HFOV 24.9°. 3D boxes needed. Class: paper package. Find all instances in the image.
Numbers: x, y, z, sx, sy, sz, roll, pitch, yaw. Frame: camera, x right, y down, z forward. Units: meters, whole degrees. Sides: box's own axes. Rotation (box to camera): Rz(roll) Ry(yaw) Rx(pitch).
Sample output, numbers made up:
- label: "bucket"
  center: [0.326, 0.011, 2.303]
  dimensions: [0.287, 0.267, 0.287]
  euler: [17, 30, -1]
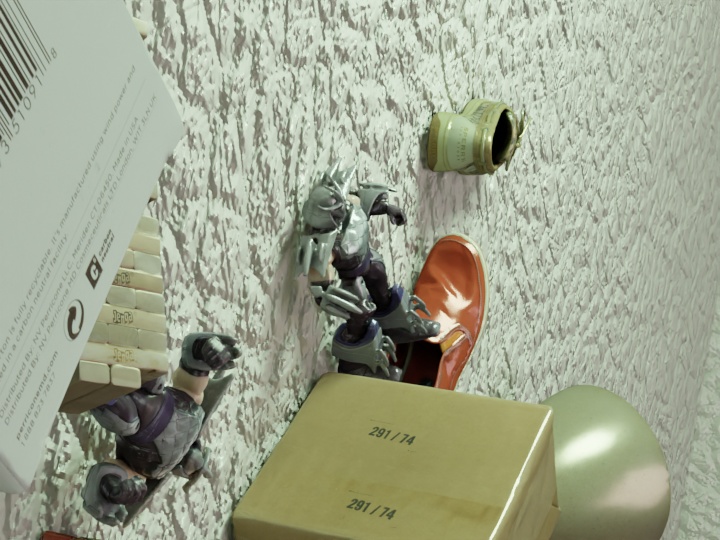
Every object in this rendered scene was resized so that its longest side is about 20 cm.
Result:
- label: "paper package"
  center: [0.030, 0.179, 1.206]
  dimensions: [0.191, 0.199, 0.104]
  euler: [-56, 146, -48]

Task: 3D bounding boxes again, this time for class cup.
- label: "cup"
  center: [0.208, 0.235, 1.740]
  dimensions: [0.143, 0.200, 0.201]
  euler: [-13, 111, -39]

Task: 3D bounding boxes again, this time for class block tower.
- label: "block tower"
  center: [-0.137, -0.032, 0.810]
  dimensions: [0.054, 0.058, 0.201]
  euler: [13, 64, -42]

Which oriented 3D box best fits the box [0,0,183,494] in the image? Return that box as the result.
- label: "box"
  center: [-0.189, -0.048, 0.660]
  dimensions: [0.200, 0.130, 0.200]
  euler: [68, 36, -53]

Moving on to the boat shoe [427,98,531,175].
- label: "boat shoe"
  center: [0.120, -0.120, 1.526]
  dimensions: [0.200, 0.062, 0.074]
  euler: [-28, 122, -65]

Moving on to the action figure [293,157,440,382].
- label: "action figure"
  center: [0.000, 0.000, 1.254]
  dimensions: [0.130, 0.069, 0.200]
  euler: [-62, 148, -32]

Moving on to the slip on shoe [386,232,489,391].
- label: "slip on shoe"
  center: [0.063, 0.057, 1.435]
  dimensions: [0.061, 0.074, 0.201]
  euler: [48, 57, -59]

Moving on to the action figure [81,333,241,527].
- label: "action figure"
  center: [-0.127, 0.073, 0.920]
  dimensions: [0.131, 0.069, 0.200]
  euler: [-65, 149, -25]

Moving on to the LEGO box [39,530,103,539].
- label: "LEGO box"
  center: [-0.121, 0.258, 0.910]
  dimensions: [0.077, 0.148, 0.201]
  euler: [38, 62, -65]
